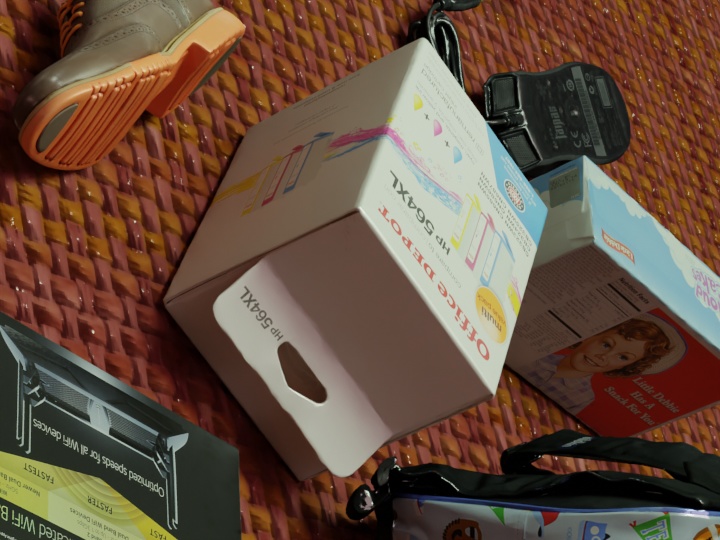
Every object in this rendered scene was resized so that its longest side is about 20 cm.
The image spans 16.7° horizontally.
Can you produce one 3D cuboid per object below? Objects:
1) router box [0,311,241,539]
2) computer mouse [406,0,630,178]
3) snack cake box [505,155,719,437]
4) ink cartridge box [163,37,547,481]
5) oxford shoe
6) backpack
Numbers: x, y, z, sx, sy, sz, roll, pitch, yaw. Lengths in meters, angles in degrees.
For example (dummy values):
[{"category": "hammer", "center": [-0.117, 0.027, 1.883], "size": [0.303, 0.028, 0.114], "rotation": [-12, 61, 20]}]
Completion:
[{"category": "router box", "center": [-0.128, 0.114, 1.025], "size": [0.200, 0.052, 0.157], "rotation": [35, 40, -43]}, {"category": "computer mouse", "center": [0.097, -0.122, 1.620], "size": [0.200, 0.046, 0.141], "rotation": [-18, 87, -50]}, {"category": "snack cake box", "center": [0.147, 0.023, 1.507], "size": [0.200, 0.115, 0.067], "rotation": [38, 37, -41]}, {"category": "ink cartridge box", "center": [0.000, 0.000, 1.262], "size": [0.129, 0.125, 0.200], "rotation": [53, 29, -22]}, {"category": "oxford shoe", "center": [-0.129, -0.104, 1.208], "size": [0.073, 0.071, 0.200], "rotation": [43, 24, 2]}, {"category": "backpack", "center": [0.116, 0.161, 1.263], "size": [0.200, 0.190, 0.154], "rotation": [-1, 85, -60]}]
